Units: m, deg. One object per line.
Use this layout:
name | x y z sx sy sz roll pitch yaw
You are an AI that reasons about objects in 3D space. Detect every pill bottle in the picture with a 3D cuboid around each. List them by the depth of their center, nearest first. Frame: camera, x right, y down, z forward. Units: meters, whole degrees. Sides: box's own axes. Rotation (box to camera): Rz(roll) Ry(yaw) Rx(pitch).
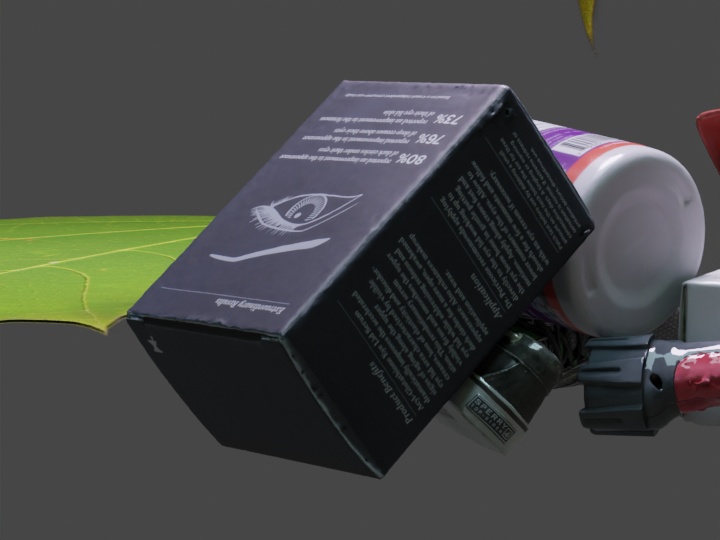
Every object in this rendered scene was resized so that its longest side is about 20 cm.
pill bottle | 0.095 -0.032 1.542 0.111 0.112 0.200 -6 15 -38

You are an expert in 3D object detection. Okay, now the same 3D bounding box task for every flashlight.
flashlight | 0.218 0.065 1.416 0.199 0.068 0.068 -3 -11 20

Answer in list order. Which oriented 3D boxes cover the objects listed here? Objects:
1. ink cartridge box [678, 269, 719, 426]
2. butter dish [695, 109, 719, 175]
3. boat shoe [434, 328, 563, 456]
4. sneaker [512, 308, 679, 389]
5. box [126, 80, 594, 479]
ink cartridge box | 0.281 0.038 1.534 0.146 0.083 0.200 2 6 22
butter dish | 0.319 -0.003 1.700 0.200 0.148 0.200 1 -34 34
boat shoe | 0.057 0.049 1.458 0.064 0.071 0.200 -47 23 -6
sneaker | 0.114 0.047 1.596 0.199 0.078 0.085 -12 15 -14
box | 0.000 0.000 1.402 0.200 0.104 0.148 -48 30 -23
